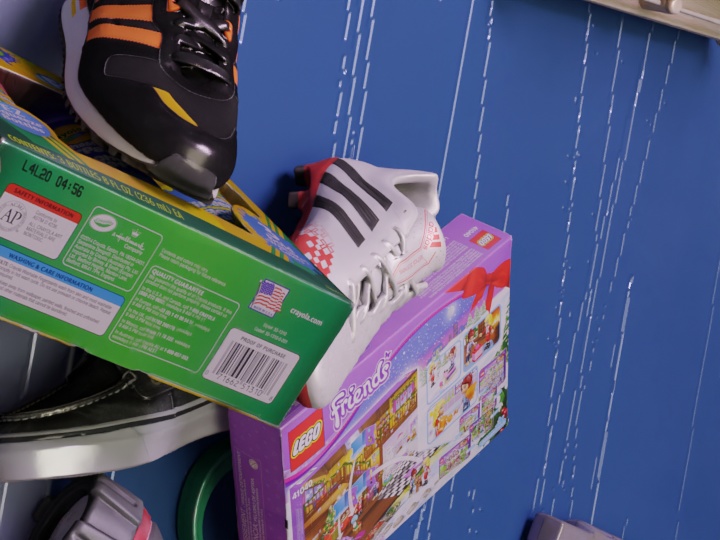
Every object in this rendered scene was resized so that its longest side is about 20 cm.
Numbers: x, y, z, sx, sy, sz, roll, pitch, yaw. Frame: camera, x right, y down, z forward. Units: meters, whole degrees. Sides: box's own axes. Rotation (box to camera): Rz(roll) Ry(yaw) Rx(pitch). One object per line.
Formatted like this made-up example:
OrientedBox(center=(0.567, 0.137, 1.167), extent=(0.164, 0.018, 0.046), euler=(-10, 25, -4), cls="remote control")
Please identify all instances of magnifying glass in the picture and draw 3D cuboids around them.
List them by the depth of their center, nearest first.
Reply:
OrientedBox(center=(-0.051, 0.186, 1.073), extent=(0.079, 0.022, 0.202), euler=(-25, 114, -36), cls="magnifying glass")

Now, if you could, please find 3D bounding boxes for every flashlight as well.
OrientedBox(center=(-0.079, 0.179, 0.988), extent=(0.200, 0.068, 0.068), euler=(40, 105, -21), cls="flashlight")

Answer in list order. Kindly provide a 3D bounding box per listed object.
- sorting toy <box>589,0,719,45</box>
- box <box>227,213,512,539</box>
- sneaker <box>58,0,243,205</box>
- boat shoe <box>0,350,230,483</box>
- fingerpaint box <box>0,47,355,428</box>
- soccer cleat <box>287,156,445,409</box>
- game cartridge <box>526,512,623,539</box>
OrientedBox(center=(0.222, -0.193, 1.129), extent=(0.199, 0.179, 0.108), euler=(8, 93, -41), cls="sorting toy")
OrientedBox(center=(0.010, 0.077, 1.053), extent=(0.200, 0.039, 0.138), euler=(-38, 140, -39), cls="box")
OrientedBox(center=(-0.084, -0.110, 0.872), extent=(0.070, 0.201, 0.090), euler=(27, 109, -27), cls="sneaker")
OrientedBox(center=(-0.112, 0.054, 0.976), extent=(0.199, 0.072, 0.072), euler=(-17, 101, -49), cls="boat shoe")
OrientedBox(center=(-0.124, -0.028, 0.871), extent=(0.199, 0.167, 0.074), euler=(26, 102, -40), cls="fingerpaint box")
OrientedBox(center=(0.000, 0.000, 0.983), extent=(0.201, 0.084, 0.069), euler=(-81, 168, -61), cls="soccer cleat")
OrientedBox(center=(0.160, 0.241, 1.258), extent=(0.199, 0.038, 0.131), euler=(28, 75, -40), cls="game cartridge")
